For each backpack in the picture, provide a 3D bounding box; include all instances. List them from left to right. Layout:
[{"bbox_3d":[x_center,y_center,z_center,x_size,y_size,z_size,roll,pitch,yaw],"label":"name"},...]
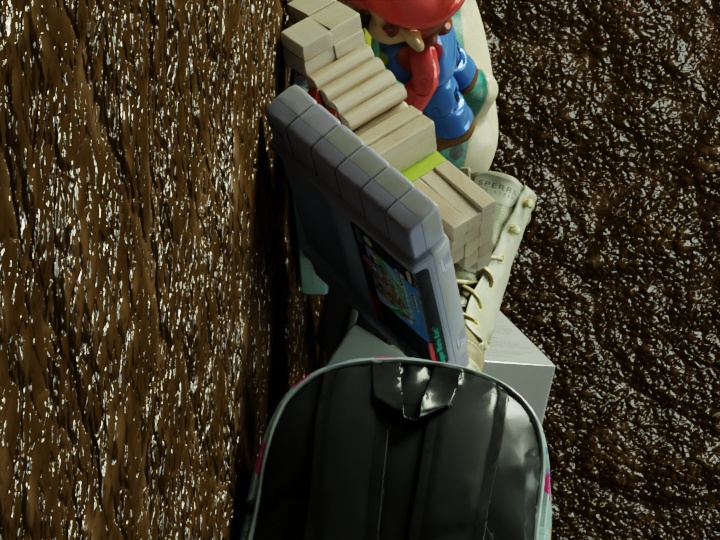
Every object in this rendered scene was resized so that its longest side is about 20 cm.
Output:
[{"bbox_3d":[0.022,0.154,1.310,0.151,0.176,0.201,83,12,-66],"label":"backpack"}]

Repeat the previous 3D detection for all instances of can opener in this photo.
[{"bbox_3d":[0.000,0.000,1.582,0.067,0.053,0.201,-51,163,-41],"label":"can opener"}]

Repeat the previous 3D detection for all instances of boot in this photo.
[{"bbox_3d":[0.071,0.005,1.624,0.200,0.072,0.155,93,19,-88],"label":"boot"}]

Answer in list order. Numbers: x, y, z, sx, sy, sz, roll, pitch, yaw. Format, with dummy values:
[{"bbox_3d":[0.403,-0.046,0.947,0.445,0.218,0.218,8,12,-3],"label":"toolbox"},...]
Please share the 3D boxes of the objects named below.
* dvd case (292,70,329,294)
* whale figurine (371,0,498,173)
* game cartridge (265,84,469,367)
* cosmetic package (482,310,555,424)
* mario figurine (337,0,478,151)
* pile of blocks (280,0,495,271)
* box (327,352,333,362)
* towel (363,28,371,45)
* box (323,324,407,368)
[{"bbox_3d":[-0.026,-0.105,1.580,0.201,0.022,0.146,-85,173,-45],"label":"dvd case"},{"bbox_3d":[0.038,-0.145,1.725,0.159,0.103,0.201,29,-64,58],"label":"whale figurine"},{"bbox_3d":[0.007,-0.014,1.423,0.130,0.038,0.200,46,-14,27],"label":"game cartridge"},{"bbox_3d":[0.069,0.081,1.835,0.200,0.084,0.108,-136,-126,-63],"label":"cosmetic package"},{"bbox_3d":[0.020,-0.162,1.574,0.124,0.106,0.200,55,-6,30],"label":"mario figurine"},{"bbox_3d":[0.003,-0.075,1.449,0.200,0.062,0.082,55,-25,9],"label":"pile of blocks"},{"bbox_3d":[0.004,0.050,1.706,0.201,0.038,0.042,-73,167,-45],"label":"box"},{"bbox_3d":[-0.002,-0.157,1.641,0.086,0.018,0.201,86,5,-74],"label":"towel"},{"bbox_3d":[0.028,0.120,1.504,0.098,0.124,0.200,-56,170,-6],"label":"box"}]
